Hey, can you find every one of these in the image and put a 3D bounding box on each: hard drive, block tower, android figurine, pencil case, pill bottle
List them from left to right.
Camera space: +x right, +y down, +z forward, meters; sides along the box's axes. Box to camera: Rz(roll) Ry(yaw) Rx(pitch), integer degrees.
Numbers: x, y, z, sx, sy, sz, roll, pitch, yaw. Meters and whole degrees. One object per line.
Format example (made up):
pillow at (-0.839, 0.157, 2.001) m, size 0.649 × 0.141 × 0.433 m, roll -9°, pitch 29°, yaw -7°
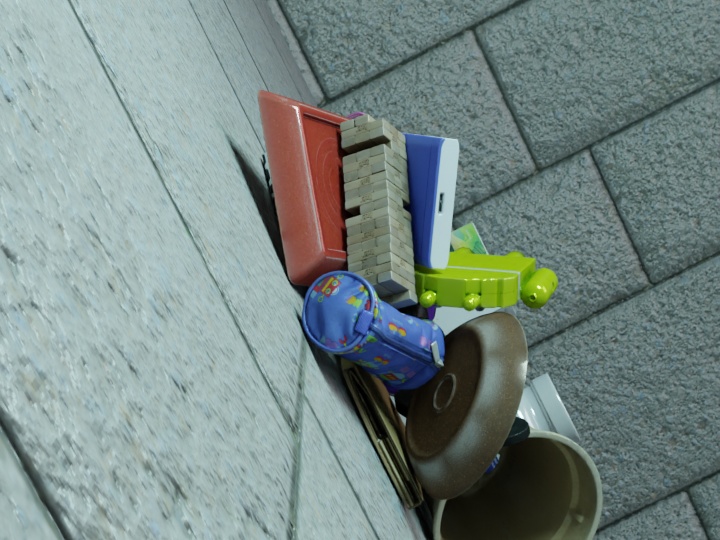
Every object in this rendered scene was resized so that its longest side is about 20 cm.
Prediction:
block tower at (0.018, -0.061, 1.511) m, size 0.058 × 0.053 × 0.203 m, roll 30°, pitch 51°, yaw -55°
pencil case at (0.019, 0.063, 1.434) m, size 0.086 × 0.079 × 0.200 m, roll 16°, pitch -8°, yaw 29°
hard drive at (0.049, -0.081, 1.580) m, size 0.200 × 0.025 × 0.134 m, roll -160°, pitch -106°, yaw -67°
android figurine at (0.117, 0.011, 1.563) m, size 0.200 × 0.179 × 0.042 m, roll -36°, pitch 129°, yaw -70°
pill bottle at (0.170, 0.216, 1.849) m, size 0.117 × 0.198 × 0.116 m, roll 63°, pitch 4°, yaw -7°

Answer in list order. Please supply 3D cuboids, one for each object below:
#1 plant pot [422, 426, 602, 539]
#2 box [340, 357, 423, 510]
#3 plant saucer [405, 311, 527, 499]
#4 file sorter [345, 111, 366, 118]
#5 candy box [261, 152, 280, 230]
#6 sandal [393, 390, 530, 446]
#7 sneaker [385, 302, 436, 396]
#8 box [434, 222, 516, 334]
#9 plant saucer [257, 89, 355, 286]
plant pot at (0.145, 0.236, 1.653) m, size 0.202 × 0.199 × 0.184 m, roll 62°, pitch -6°, yaw -26°
box at (0.019, 0.149, 1.568) m, size 0.165 × 0.021 × 0.200 m, roll 64°, pitch 4°, yaw -11°
plant saucer at (0.097, 0.129, 1.475) m, size 0.036 × 0.202 × 0.201 m, roll 24°, pitch 21°, yaw -21°
file sorter at (-0.011, -0.205, 2.681) m, size 0.140 × 0.124 × 0.200 m, roll 64°, pitch 4°, yaw 2°
candy box at (-0.048, -0.053, 1.667) m, size 0.137 × 0.060 × 0.201 m, roll 60°, pitch 6°, yaw -30°
sandal at (0.101, 0.147, 1.571) m, size 0.199 × 0.075 × 0.049 m, roll 16°, pitch -60°, yaw 52°
sneaker at (0.041, 0.096, 1.695) m, size 0.202 × 0.069 × 0.100 m, roll 101°, pitch 8°, yaw -47°
box at (0.094, 0.038, 1.975) m, size 0.036 × 0.198 × 0.145 m, roll 63°, pitch 2°, yaw -57°
plant saucer at (-0.029, -0.082, 1.530) m, size 0.199 × 0.036 × 0.203 m, roll 9°, pitch 69°, yaw -64°
